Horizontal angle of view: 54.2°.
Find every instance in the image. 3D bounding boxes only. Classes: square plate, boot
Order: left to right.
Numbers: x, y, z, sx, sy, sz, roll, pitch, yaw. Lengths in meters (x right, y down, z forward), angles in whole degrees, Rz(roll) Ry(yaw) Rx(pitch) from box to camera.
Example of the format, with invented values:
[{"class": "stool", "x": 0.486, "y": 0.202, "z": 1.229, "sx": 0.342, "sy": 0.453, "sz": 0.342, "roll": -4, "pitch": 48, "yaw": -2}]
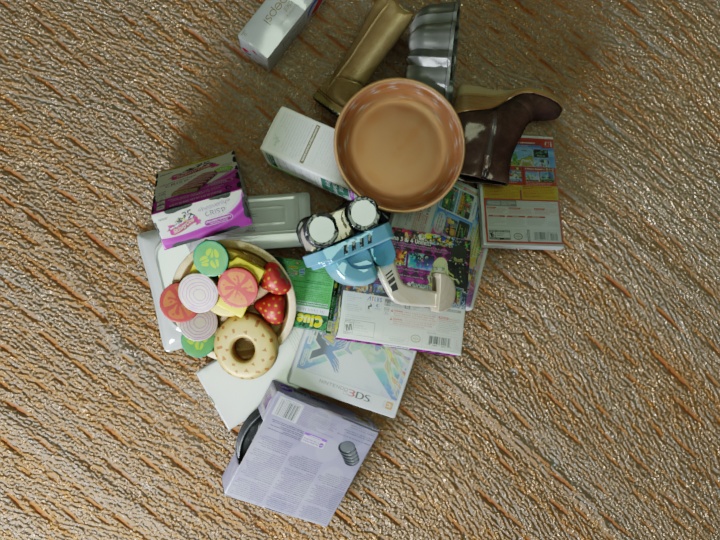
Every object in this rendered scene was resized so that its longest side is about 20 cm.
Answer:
[{"class": "square plate", "x": -0.251, "y": 0.012, "z": 1.159, "sx": 0.196, "sy": 0.028, "sz": 0.203, "roll": -15, "pitch": 88, "yaw": -6}, {"class": "boot", "x": 0.017, "y": -0.331, "z": 1.124, "sx": 0.066, "sy": 0.175, "sz": 0.201, "roll": 30, "pitch": 100, "yaw": -43}, {"class": "boot", "x": 0.244, "y": -0.220, "z": 1.177, "sx": 0.197, "sy": 0.072, "sz": 0.169, "roll": 4, "pitch": 76, "yaw": -8}]

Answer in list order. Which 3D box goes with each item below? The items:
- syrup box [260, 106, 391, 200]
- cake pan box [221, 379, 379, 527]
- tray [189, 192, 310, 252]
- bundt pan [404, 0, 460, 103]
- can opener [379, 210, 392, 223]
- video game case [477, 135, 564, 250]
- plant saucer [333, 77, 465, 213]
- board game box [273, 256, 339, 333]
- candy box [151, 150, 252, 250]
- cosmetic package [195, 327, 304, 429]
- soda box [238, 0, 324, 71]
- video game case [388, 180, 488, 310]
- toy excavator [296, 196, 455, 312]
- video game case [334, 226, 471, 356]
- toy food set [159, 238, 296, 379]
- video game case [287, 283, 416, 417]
[{"class": "syrup box", "x": -0.048, "y": -0.174, "z": 1.111, "sx": 0.198, "sy": 0.079, "sz": 0.082, "roll": 25, "pitch": 83, "yaw": 6}, {"class": "cake pan box", "x": -0.097, "y": 0.289, "z": 1.103, "sx": 0.198, "sy": 0.052, "sz": 0.186, "roll": 25, "pitch": 95, "yaw": -22}, {"class": "tray", "x": -0.179, "y": -0.083, "z": 1.143, "sx": 0.197, "sy": 0.022, "sz": 0.109, "roll": -4, "pitch": 60, "yaw": -2}, {"class": "bundt pan", "x": 0.114, "y": -0.330, "z": 1.133, "sx": 0.075, "sy": 0.202, "sz": 0.205, "roll": 6, "pitch": 86, "yaw": 9}, {"class": "can opener", "x": -0.006, "y": -0.137, "z": 1.171, "sx": 0.078, "sy": 0.063, "sz": 0.201, "roll": -38, "pitch": 91, "yaw": -5}, {"class": "video game case", "x": 0.267, "y": -0.134, "z": 1.192, "sx": 0.141, "sy": 0.017, "sz": 0.203, "roll": 1, "pitch": 74, "yaw": -8}, {"class": "plant saucer", "x": 0.057, "y": -0.184, "z": 1.050, "sx": 0.197, "sy": 0.037, "sz": 0.203, "roll": 1, "pitch": 85, "yaw": -7}, {"class": "board game box", "x": -0.127, "y": 0.032, "z": 1.096, "sx": 0.198, "sy": 0.023, "sz": 0.106, "roll": 8, "pitch": 83, "yaw": 26}, {"class": "candy box", "x": -0.244, "y": -0.114, "z": 1.080, "sx": 0.135, "sy": 0.200, "sz": 0.062, "roll": -17, "pitch": 117, "yaw": -6}, {"class": "cosmetic package", "x": -0.149, "y": 0.154, "z": 1.132, "sx": 0.198, "sy": 0.085, "sz": 0.109, "roll": -29, "pitch": 91, "yaw": -5}, {"class": "soda box", "x": -0.118, "y": -0.437, "z": 1.173, "sx": 0.063, "sy": 0.068, "sz": 0.201, "roll": 36, "pitch": 85, "yaw": -2}, {"class": "video game case", "x": 0.130, "y": -0.059, "z": 1.160, "sx": 0.180, "sy": 0.024, "sz": 0.202, "roll": 22, "pitch": 73, "yaw": -18}, {"class": "toy excavator", "x": 0.022, "y": -0.009, "z": 1.020, "sx": 0.192, "sy": 0.100, "sz": 0.202, "roll": -22, "pitch": 97, "yaw": -13}, {"class": "video game case", "x": 0.067, "y": 0.028, "z": 1.079, "sx": 0.197, "sy": 0.036, "sz": 0.184, "roll": 8, "pitch": 79, "yaw": -10}, {"class": "toy food set", "x": -0.194, "y": 0.052, "z": 1.044, "sx": 0.196, "sy": 0.049, "sz": 0.202, "roll": 26, "pitch": 108, "yaw": -4}, {"class": "video game case", "x": 0.002, "y": 0.107, "z": 1.100, "sx": 0.180, "sy": 0.022, "sz": 0.202, "roll": 19, "pitch": 87, "yaw": -8}]
